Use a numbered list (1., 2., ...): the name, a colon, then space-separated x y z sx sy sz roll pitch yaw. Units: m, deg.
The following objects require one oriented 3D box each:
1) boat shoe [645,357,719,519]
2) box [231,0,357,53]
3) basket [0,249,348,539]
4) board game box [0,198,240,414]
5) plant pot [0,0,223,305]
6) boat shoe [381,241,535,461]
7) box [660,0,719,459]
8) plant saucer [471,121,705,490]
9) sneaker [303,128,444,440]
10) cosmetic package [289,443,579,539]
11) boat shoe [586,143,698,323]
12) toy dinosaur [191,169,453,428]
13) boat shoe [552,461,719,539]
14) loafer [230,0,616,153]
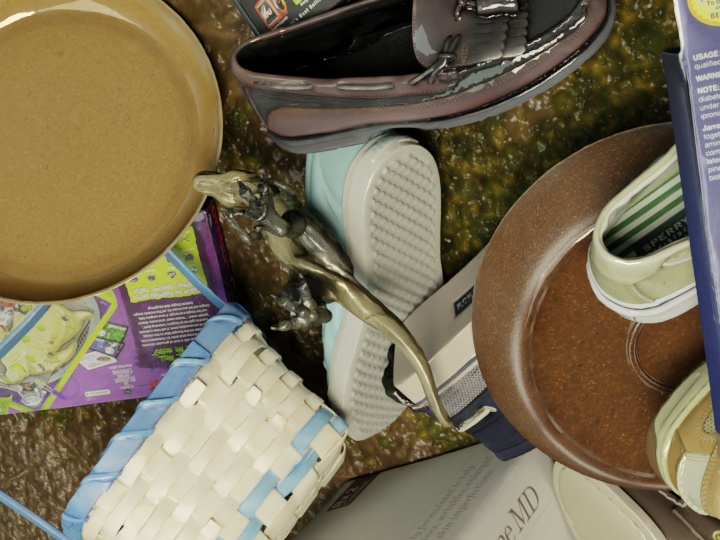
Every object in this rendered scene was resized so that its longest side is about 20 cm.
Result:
1. boat shoe: 0.214 0.031 0.643 0.071 0.076 0.201 38 92 -19
2. box: -0.019 -0.226 0.736 0.199 0.049 0.162 -32 92 41
3. basket: -0.121 0.090 0.846 0.200 0.177 0.139 40 162 4
4. board game box: -0.175 0.027 0.936 0.198 0.032 0.121 -7 108 11
5. plant pot: -0.176 -0.076 0.857 0.199 0.201 0.028 37 171 11
6. boat shoe: 0.108 0.021 0.780 0.092 0.075 0.200 35 124 -22
7. box: 0.187 -0.030 0.576 0.120 0.032 0.202 -11 102 -2
8. plant saucer: 0.153 0.028 0.710 0.198 0.035 0.202 1 115 1
9. sneaker: 0.000 0.000 0.841 0.082 0.073 0.202 39 135 42
10. cosmetic package: 0.052 0.232 0.854 0.164 0.165 0.201 -20 103 38
11. boat shoe: 0.181 -0.050 0.625 0.200 0.062 0.072 -40 71 0
12. toy dinosaur: -0.027 -0.001 0.753 0.047 0.088 0.200 -46 66 10
13. boat shoe: 0.186 0.165 0.796 0.200 0.059 0.072 46 152 26
14. loafer: 0.025 -0.110 0.732 0.198 0.073 0.063 -15 143 28
